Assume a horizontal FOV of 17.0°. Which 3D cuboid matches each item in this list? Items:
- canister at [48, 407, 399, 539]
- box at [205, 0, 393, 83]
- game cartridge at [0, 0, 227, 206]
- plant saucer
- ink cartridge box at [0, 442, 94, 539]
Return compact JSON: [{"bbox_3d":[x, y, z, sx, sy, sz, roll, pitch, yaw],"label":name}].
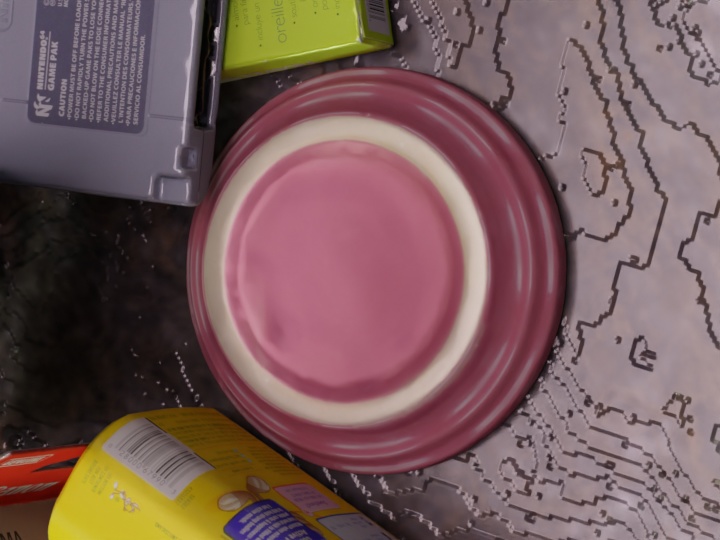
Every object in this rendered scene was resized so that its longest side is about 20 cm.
[{"bbox_3d":[-0.034,0.150,1.144,0.199,0.148,0.087,34,102,20],"label":"canister"},{"bbox_3d":[-0.088,-0.154,1.217,0.199,0.048,0.123,-9,86,23],"label":"box"},{"bbox_3d":[-0.130,-0.138,1.190,0.132,0.041,0.202,8,95,18],"label":"game cartridge"},{"bbox_3d":[0.000,0.000,1.181,0.199,0.051,0.202,0,91,21],"label":"plant saucer"},{"bbox_3d":[-0.184,0.134,1.173,0.173,0.200,0.044,-24,80,20],"label":"ink cartridge box"}]
